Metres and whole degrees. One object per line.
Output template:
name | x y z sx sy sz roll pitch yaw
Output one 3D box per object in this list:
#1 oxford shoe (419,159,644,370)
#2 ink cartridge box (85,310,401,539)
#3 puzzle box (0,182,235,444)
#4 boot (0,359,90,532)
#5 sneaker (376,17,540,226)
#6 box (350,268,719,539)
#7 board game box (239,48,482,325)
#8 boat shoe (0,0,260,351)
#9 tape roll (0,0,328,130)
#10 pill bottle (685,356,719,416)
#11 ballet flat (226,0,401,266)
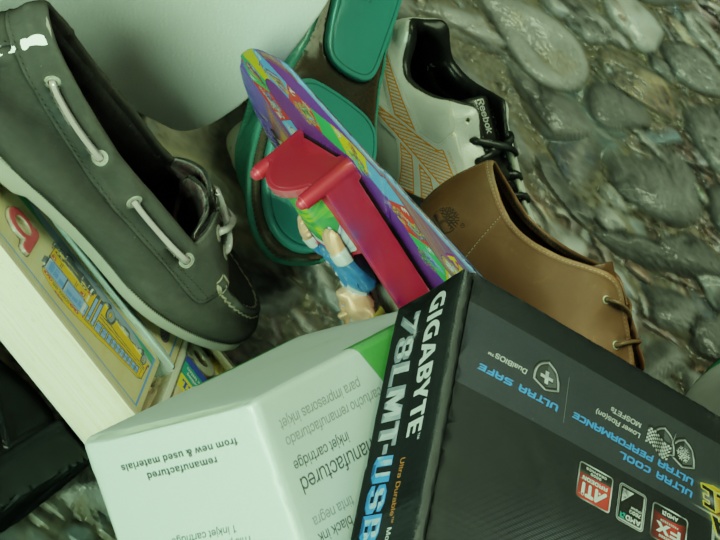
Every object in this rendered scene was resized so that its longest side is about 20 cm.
oxford shoe | 0.097 0.038 1.151 0.200 0.071 0.071 50 10 3
ink cartridge box | 0.000 0.129 0.984 0.147 0.083 0.200 -26 99 -55
puzzle box | -0.114 0.005 1.041 0.200 0.025 0.133 53 15 -13
boot | -0.193 0.037 0.949 0.162 0.073 0.198 51 26 4
sneaker | 0.050 -0.036 1.289 0.074 0.080 0.200 -15 67 -55
box | 0.084 0.130 0.945 0.200 0.050 0.199 31 51 -24
board game box | 0.000 0.000 1.083 0.200 0.039 0.158 48 -10 17
boat shoe | -0.087 -0.033 1.041 0.200 0.057 0.067 42 20 -43
tape roll | -0.095 -0.180 1.176 0.139 0.203 0.203 27 37 -25
pill bottle | 0.242 0.064 1.358 0.113 0.113 0.200 48 33 5
ballet flat | -0.026 -0.078 1.249 0.067 0.070 0.200 33 55 -28
